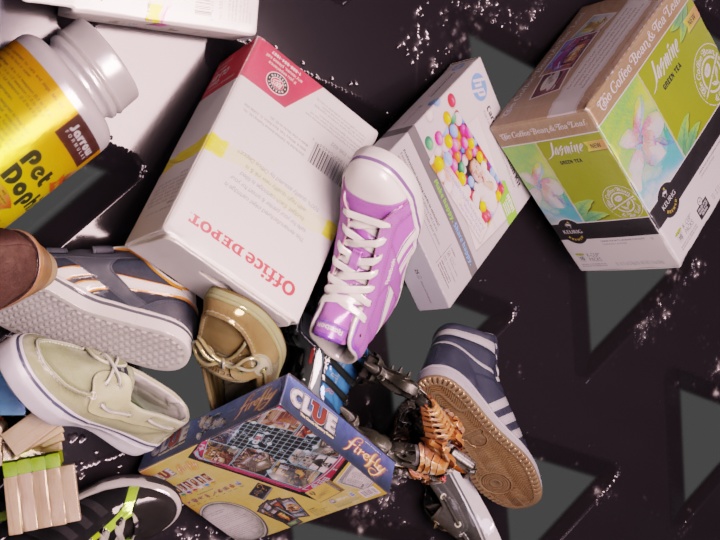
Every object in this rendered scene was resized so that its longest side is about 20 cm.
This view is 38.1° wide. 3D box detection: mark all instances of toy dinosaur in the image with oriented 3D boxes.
[{"bbox_3d":[0.050,0.140,0.940,0.134,0.201,0.103,28,48,7],"label":"toy dinosaur"}]

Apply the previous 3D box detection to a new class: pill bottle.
[{"bbox_3d":[-0.276,-0.108,0.822,0.200,0.109,0.110,-42,113,-14],"label":"pill bottle"}]

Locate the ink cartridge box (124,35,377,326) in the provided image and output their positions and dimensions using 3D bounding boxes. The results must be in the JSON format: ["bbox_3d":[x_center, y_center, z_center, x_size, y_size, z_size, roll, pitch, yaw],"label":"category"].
[{"bbox_3d":[-0.091,-0.071,0.899,0.144,0.083,0.202,36,63,-27],"label":"ink cartridge box"}]

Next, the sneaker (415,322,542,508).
[{"bbox_3d":[0.128,0.142,1.052,0.201,0.069,0.109,53,32,-25],"label":"sneaker"}]

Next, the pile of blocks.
[{"bbox_3d":[-0.296,0.125,0.867,0.081,0.062,0.202,-32,94,-14],"label":"pile of blocks"}]

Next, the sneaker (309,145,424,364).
[{"bbox_3d":[0.001,0.000,0.875,0.202,0.072,0.115,90,25,-46],"label":"sneaker"}]

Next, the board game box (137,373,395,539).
[{"bbox_3d":[-0.085,0.173,0.920,0.135,0.199,0.035,42,41,-25],"label":"board game box"}]

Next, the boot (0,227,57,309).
[{"bbox_3d":[-0.325,0.028,0.742,0.198,0.166,0.073,-31,82,5],"label":"boot"}]

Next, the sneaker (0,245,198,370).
[{"bbox_3d":[-0.234,0.020,0.885,0.197,0.079,0.080,20,46,-14],"label":"sneaker"}]

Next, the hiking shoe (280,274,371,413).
[{"bbox_3d":[-0.026,0.101,0.992,0.085,0.074,0.204,-6,101,-21],"label":"hiking shoe"}]

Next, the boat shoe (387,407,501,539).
[{"bbox_3d":[0.089,0.234,1.080,0.056,0.069,0.202,-28,104,-10],"label":"boat shoe"}]

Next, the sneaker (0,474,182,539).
[{"bbox_3d":[-0.247,0.239,0.898,0.197,0.083,0.073,-10,126,-19],"label":"sneaker"}]

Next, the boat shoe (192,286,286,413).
[{"bbox_3d":[-0.109,0.091,0.902,0.072,0.202,0.064,21,56,11],"label":"boat shoe"}]

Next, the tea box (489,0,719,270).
[{"bbox_3d":[0.267,-0.140,1.039,0.197,0.133,0.201,50,62,-23],"label":"tea box"}]

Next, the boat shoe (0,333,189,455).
[{"bbox_3d":[-0.218,0.095,0.867,0.061,0.073,0.200,-30,147,11],"label":"boat shoe"}]

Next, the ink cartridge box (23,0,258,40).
[{"bbox_3d":[-0.184,-0.264,0.865,0.197,0.067,0.119,2,97,-27],"label":"ink cartridge box"}]

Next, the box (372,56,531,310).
[{"bbox_3d":[0.085,-0.085,0.986,0.200,0.041,0.158,-49,122,-42],"label":"box"}]
